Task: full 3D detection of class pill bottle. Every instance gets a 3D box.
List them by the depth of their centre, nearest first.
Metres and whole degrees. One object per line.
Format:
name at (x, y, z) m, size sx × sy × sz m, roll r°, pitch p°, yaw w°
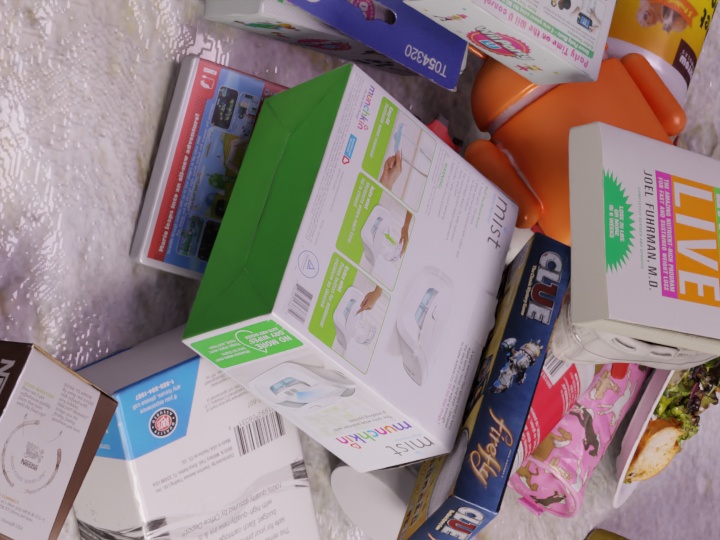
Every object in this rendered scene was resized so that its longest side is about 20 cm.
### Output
pill bottle at (0.072, 0.107, 1.777) m, size 0.200 × 0.112 × 0.113 m, roll -45°, pitch 121°, yaw -28°
pill bottle at (0.215, -0.197, 1.891) m, size 0.109 × 0.109 × 0.201 m, roll 33°, pitch 71°, yaw -39°

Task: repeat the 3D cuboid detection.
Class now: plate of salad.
plate of salad at (0.254, 0.102, 1.928) m, size 0.201 × 0.048 × 0.201 m, roll -57°, pitch 165°, yaw -25°

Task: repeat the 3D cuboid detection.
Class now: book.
book at (0.212, -0.019, 1.694) m, size 0.199 × 0.048 × 0.135 m, roll 11°, pitch 75°, yaw -48°

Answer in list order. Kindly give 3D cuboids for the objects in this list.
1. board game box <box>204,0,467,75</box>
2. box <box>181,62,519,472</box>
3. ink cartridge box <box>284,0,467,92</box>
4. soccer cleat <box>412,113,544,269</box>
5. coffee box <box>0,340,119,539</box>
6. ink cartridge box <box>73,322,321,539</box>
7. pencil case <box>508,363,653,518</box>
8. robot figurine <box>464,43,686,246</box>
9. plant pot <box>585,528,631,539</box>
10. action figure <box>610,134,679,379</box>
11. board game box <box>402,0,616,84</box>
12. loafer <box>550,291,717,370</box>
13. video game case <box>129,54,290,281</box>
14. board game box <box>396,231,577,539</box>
board game box at (-0.006, -0.227, 1.705) m, size 0.199 × 0.064 × 0.149 m, roll 12°, pitch 84°, yaw -44°
box at (0.000, 0.000, 1.620) m, size 0.176 × 0.096 × 0.201 m, roll 38°, pitch 54°, yaw -32°
ink cartridge box at (0.037, -0.249, 1.665) m, size 0.196 × 0.043 × 0.202 m, roll 24°, pitch 75°, yaw -42°
soccer cleat at (0.077, -0.032, 1.807) m, size 0.200 × 0.068 × 0.086 m, roll 44°, pitch 69°, yaw -31°
coffee box at (-0.243, 0.147, 1.488) m, size 0.080 × 0.114 × 0.201 m, roll 37°, pitch 69°, yaw -38°
ink cartridge box at (-0.112, 0.150, 1.629) m, size 0.145 × 0.084 × 0.202 m, roll -23°, pitch 108°, yaw -41°
pencil case at (0.177, 0.093, 1.896) m, size 0.087 × 0.082 × 0.201 m, roll 52°, pitch 59°, yaw -34°
robot figurine at (0.157, -0.097, 1.777) m, size 0.201 × 0.143 × 0.117 m, roll 57°, pitch 13°, yaw 6°
plant pot at (0.235, 0.348, 1.905) m, size 0.200 × 0.176 × 0.201 m, roll -47°, pitch 122°, yaw -31°
action figure at (0.198, -0.028, 1.863) m, size 0.099 × 0.065 × 0.201 m, roll 83°, pitch 20°, yaw -52°
board game box at (0.120, -0.248, 1.674) m, size 0.147 × 0.064 × 0.202 m, roll 27°, pitch 73°, yaw -42°
loafer at (0.223, 0.036, 1.782) m, size 0.199 × 0.070 × 0.071 m, roll -6°, pitch 80°, yaw -40°
video game case at (-0.053, -0.051, 1.685) m, size 0.199 × 0.017 × 0.144 m, roll 17°, pitch 88°, yaw -33°
board game box at (0.084, 0.090, 1.648) m, size 0.034 × 0.136 × 0.201 m, roll 23°, pitch 63°, yaw -7°
